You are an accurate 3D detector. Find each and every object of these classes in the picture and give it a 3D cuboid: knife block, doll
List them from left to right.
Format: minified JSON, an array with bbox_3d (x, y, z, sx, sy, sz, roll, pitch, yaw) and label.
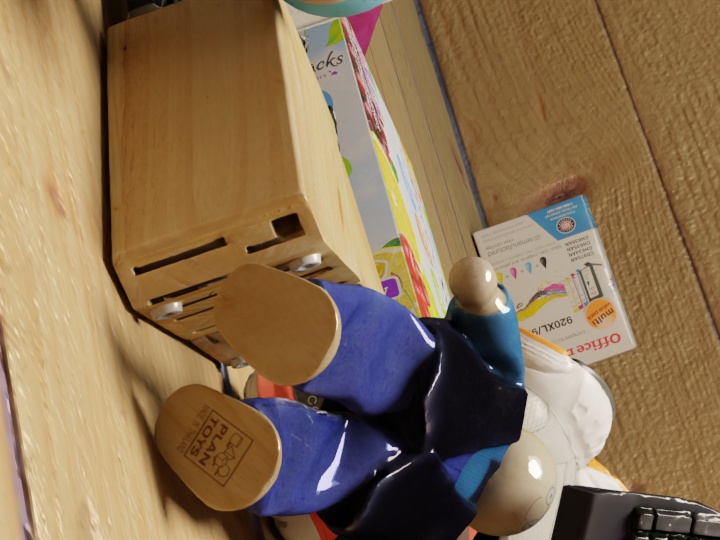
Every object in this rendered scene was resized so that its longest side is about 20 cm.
[{"bbox_3d":[-0.051,-0.062,0.806,0.200,0.064,0.176,45,26,-77],"label":"knife block"},{"bbox_3d":[0.008,0.057,0.755,0.048,0.137,0.200,27,2,30],"label":"doll"}]

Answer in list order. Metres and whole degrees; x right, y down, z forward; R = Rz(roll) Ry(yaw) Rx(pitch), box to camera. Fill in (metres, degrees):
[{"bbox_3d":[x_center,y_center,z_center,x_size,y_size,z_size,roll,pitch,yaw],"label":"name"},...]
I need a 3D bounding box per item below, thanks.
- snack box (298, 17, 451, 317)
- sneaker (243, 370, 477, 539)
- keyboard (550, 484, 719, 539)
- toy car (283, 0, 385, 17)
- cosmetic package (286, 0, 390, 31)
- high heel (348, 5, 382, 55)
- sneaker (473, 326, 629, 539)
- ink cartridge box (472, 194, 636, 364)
[{"bbox_3d":[0.000,0.000,1.067,0.169,0.068,0.200,63,12,-59],"label":"snack box"},{"bbox_3d":[0.022,0.098,0.880,0.200,0.082,0.077,64,9,-52],"label":"sneaker"},{"bbox_3d":[0.064,0.171,0.809,0.021,0.127,0.200,-154,-105,-68],"label":"keyboard"},{"bbox_3d":[-0.013,-0.202,0.716,0.177,0.200,0.184,42,5,12],"label":"toy car"},{"bbox_3d":[-0.040,-0.183,0.979,0.200,0.103,0.073,-110,-177,-50],"label":"cosmetic package"},{"bbox_3d":[-0.001,-0.088,1.190,0.200,0.096,0.067,64,9,-52],"label":"high heel"},{"bbox_3d":[0.065,0.107,1.007,0.076,0.092,0.200,31,-22,35],"label":"sneaker"},{"bbox_3d":[0.241,0.026,2.901,0.145,0.147,0.200,6,65,-84],"label":"ink cartridge box"}]
